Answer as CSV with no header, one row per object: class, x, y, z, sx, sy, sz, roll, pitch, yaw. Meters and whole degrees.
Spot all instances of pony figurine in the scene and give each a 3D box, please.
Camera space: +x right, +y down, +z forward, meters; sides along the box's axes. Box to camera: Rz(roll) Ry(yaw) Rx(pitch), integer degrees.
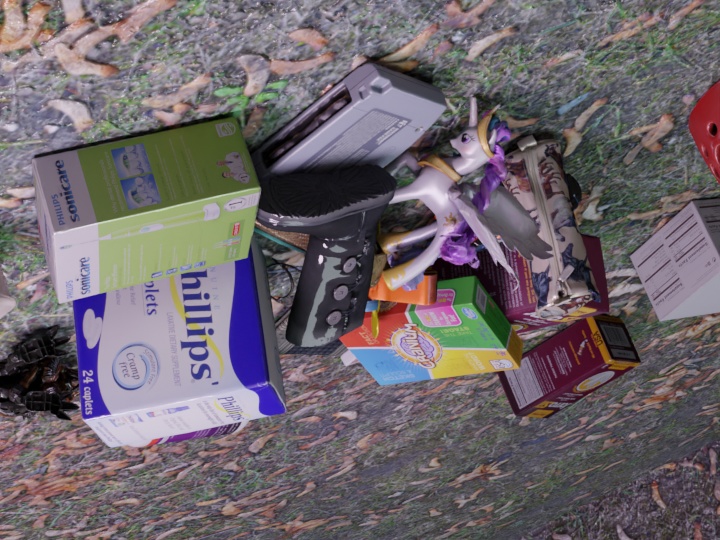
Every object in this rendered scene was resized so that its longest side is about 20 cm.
pony figurine,0.101,-0.062,1.533,0.199,0.194,0.166,-29,-177,20

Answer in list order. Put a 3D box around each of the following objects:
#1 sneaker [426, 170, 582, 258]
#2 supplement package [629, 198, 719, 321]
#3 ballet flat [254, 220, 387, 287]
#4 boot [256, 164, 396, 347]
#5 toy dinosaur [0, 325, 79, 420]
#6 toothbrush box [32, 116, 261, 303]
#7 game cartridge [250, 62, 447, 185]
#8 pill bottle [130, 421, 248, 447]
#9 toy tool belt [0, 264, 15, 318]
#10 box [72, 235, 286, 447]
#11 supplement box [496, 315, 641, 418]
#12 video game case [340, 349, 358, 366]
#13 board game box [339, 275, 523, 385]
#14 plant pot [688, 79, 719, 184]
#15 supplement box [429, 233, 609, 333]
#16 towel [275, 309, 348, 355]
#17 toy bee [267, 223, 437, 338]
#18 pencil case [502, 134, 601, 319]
sneaker,0.170,-0.069,1.727,0.198,0.076,0.078,-18,173,-1
supplement package,0.523,-0.019,2.075,0.198,0.112,0.156,-5,152,-33
ballet flat,-0.046,-0.044,1.569,0.199,0.070,0.066,27,100,-39
boot,-0.053,-0.006,1.493,0.163,0.066,0.201,-9,137,-28
toy dinosaur,-0.390,0.139,1.657,0.135,0.103,0.199,-21,-174,46
toothbrush box,-0.206,-0.057,1.381,0.198,0.087,0.146,-15,157,-16
game cartridge,-0.015,-0.132,1.450,0.199,0.042,0.133,-35,158,29
pill bottle,-0.211,0.156,1.812,0.198,0.113,0.112,-3,151,-36
toy tool belt,-0.432,0.032,1.336,0.199,0.126,0.123,8,135,-49
box,-0.191,0.069,1.508,0.198,0.186,0.105,-12,156,3
supplement box,0.337,0.158,2.334,0.199,0.086,0.110,-35,154,30
video game case,0.079,0.068,1.939,0.199,0.018,0.143,-16,161,-50
board game box,0.080,0.077,1.769,0.198,0.041,0.153,-10,141,28
plant pot,0.513,-0.143,1.707,0.198,0.184,0.201,-16,158,-7
supplement box,0.195,0.019,1.817,0.199,0.104,0.130,-16,163,36
towel,-0.024,0.055,1.873,0.191,0.035,0.200,3,149,-40
toy bee,0.000,0.000,1.694,0.132,0.198,0.109,-67,172,14
pencil case,0.213,-0.049,1.639,0.077,0.202,0.089,-13,170,-3
